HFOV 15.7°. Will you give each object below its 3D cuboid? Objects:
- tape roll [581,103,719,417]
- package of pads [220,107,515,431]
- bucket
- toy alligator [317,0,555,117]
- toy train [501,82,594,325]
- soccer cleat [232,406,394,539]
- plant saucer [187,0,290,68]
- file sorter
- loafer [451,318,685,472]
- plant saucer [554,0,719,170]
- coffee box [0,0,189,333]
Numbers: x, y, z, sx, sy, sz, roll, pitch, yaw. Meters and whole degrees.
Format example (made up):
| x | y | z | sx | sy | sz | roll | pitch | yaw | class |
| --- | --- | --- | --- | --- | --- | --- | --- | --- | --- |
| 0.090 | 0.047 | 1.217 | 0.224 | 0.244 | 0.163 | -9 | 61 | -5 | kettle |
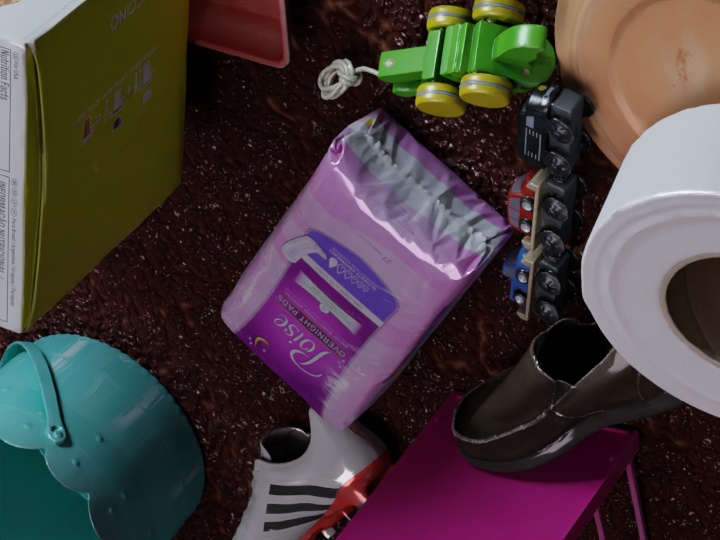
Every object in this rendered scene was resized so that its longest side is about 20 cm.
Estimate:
| x | y | z | sx | sy | sz | roll | pitch | yaw | class |
| --- | --- | --- | --- | --- | --- | --- | --- | --- | --- |
| 0.226 | 0.003 | 1.443 | 0.201 | 0.071 | 0.203 | 18 | 144 | 14 | tape roll |
| 0.000 | 0.000 | 1.651 | 0.120 | 0.076 | 0.200 | 43 | 138 | 5 | package of pads |
| -0.222 | 0.154 | 1.902 | 0.206 | 0.135 | 0.208 | 20 | 132 | 24 | bucket |
| 0.055 | -0.118 | 1.536 | 0.054 | 0.060 | 0.199 | 19 | 164 | -35 | toy alligator |
| 0.107 | -0.037 | 1.544 | 0.046 | 0.034 | 0.201 | 26 | 145 | 21 | toy train |
| -0.051 | 0.157 | 1.827 | 0.085 | 0.069 | 0.200 | 52 | 135 | 4 | soccer cleat |
| -0.124 | -0.238 | 1.588 | 0.199 | 0.037 | 0.201 | 18 | 132 | 26 | plant saucer |
| 0.081 | 0.197 | 1.653 | 0.138 | 0.200 | 0.126 | 10 | 131 | 32 | file sorter |
| 0.124 | 0.061 | 1.596 | 0.200 | 0.073 | 0.071 | -27 | 123 | 39 | loafer |
| 0.195 | -0.108 | 1.444 | 0.199 | 0.032 | 0.201 | 21 | 133 | 23 | plant saucer |
| -0.231 | -0.118 | 1.568 | 0.197 | 0.200 | 0.201 | 19 | 126 | 18 | coffee box |
